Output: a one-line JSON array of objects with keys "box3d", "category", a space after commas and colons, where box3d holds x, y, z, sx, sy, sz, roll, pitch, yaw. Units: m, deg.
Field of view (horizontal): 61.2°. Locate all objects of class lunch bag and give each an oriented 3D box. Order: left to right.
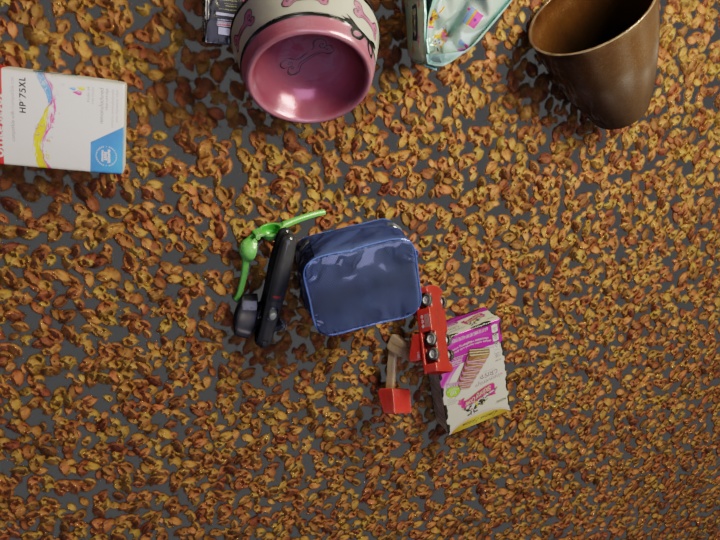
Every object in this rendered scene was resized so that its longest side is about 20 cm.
[{"box3d": [0.000, 0.000, 0.946, 0.198, 0.132, 0.137, -12, 113, -10], "category": "lunch bag"}, {"box3d": [0.130, -0.369, 0.823, 0.121, 0.171, 0.201, 29, 105, -16], "category": "lunch bag"}]

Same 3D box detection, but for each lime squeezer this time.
[{"box3d": [-0.141, -0.038, 0.936, 0.200, 0.038, 0.071, -46, 117, -1], "category": "lime squeezer"}]

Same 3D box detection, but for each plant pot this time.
[{"box3d": [0.388, -0.328, 0.960, 0.187, 0.187, 0.200, -44, 131, -1], "category": "plant pot"}]

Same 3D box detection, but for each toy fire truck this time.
[{"box3d": [0.089, 0.137, 1.043, 0.048, 0.140, 0.202, 11, 66, -44], "category": "toy fire truck"}]

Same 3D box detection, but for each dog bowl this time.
[{"box3d": [-0.069, -0.273, 0.793, 0.198, 0.200, 0.075, 3, 63, -20], "category": "dog bowl"}]

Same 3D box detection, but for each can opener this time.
[{"box3d": [-0.135, 0.031, 0.931, 0.078, 0.064, 0.201, 7, 120, -32], "category": "can opener"}]

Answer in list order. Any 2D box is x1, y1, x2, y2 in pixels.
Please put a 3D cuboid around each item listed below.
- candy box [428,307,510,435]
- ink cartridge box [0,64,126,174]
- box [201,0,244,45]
[{"box3d": [0.196, 0.185, 1.120, 0.135, 0.061, 0.202, -18, 114, -13], "category": "candy box"}, {"box3d": [-0.403, -0.192, 0.771, 0.198, 0.067, 0.117, 2, 108, -20], "category": "ink cartridge box"}, {"box3d": [-0.111, -0.381, 0.820, 0.198, 0.049, 0.161, -2, 111, -20], "category": "box"}]
